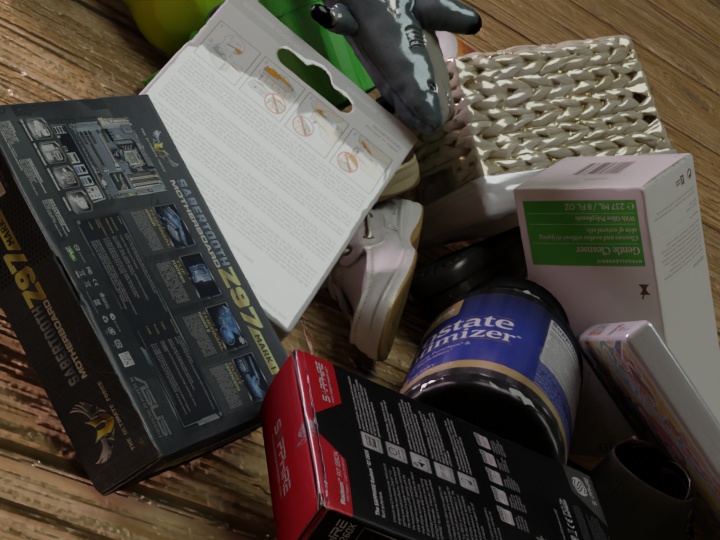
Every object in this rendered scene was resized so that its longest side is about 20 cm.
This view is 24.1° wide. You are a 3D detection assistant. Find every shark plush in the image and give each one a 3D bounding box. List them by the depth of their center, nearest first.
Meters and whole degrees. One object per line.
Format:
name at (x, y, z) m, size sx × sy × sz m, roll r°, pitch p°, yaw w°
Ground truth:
shark plush at (-0.002, -0.183, 1.126) m, size 0.201 × 0.090 × 0.083 m, roll 54°, pitch 42°, yaw -11°

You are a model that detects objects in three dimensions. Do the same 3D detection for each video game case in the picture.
video game case at (0.209, 0.120, 1.054) m, size 0.201 × 0.023 × 0.182 m, roll 57°, pitch -3°, yaw 1°

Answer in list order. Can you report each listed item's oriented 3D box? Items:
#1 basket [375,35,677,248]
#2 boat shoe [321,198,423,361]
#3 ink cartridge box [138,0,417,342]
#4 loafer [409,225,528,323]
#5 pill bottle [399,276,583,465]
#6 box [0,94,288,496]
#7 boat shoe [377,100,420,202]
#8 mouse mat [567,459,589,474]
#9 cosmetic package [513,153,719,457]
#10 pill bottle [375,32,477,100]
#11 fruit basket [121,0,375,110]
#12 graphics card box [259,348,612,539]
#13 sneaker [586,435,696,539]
basket at (0.122, -0.099, 1.291) m, size 0.198 × 0.135 × 0.125 m, roll -12°, pitch 85°, yaw -33°
boat shoe at (0.000, 0.000, 1.142) m, size 0.069 × 0.072 × 0.200 m, roll 18°, pitch 20°, yaw -3°
ink cartridge box at (-0.072, -0.065, 1.063) m, size 0.162 × 0.050 × 0.201 m, roll 39°, pitch 47°, yaw -6°
loafer at (0.089, 0.017, 1.255) m, size 0.200 × 0.072 × 0.072 m, roll -23°, pitch 91°, yaw -64°
pill bottle at (0.083, 0.079, 1.069) m, size 0.112 × 0.112 × 0.200 m, roll 39°, pitch 23°, yaw -4°
box at (-0.125, 0.005, 0.897) m, size 0.202 × 0.051 × 0.157 m, roll 62°, pitch 27°, yaw 6°
boat shoe at (-0.034, -0.073, 1.136) m, size 0.072 × 0.073 × 0.199 m, roll 18°, pitch 28°, yaw 42°
mouse mat at (0.157, 0.181, 1.139) m, size 0.199 × 0.008 × 0.162 m, roll 31°, pitch 26°, yaw -25°
cosmetic package at (0.185, 0.026, 1.180) m, size 0.085 × 0.107 × 0.203 m, roll -29°, pitch 113°, yaw -49°
pill bottle at (0.114, -0.106, 1.432) m, size 0.199 × 0.112 × 0.113 m, roll 32°, pitch 25°, yaw -20°
fruit basket at (-0.089, -0.191, 1.250) m, size 0.216 × 0.155 × 0.217 m, roll 45°, pitch 28°, yaw -32°
graphics card box at (0.045, 0.128, 0.872) m, size 0.198 × 0.051 × 0.126 m, roll 24°, pitch 27°, yaw -23°
sneaker at (0.195, 0.173, 1.068) m, size 0.199 × 0.106 × 0.075 m, roll 18°, pitch 33°, yaw -42°
